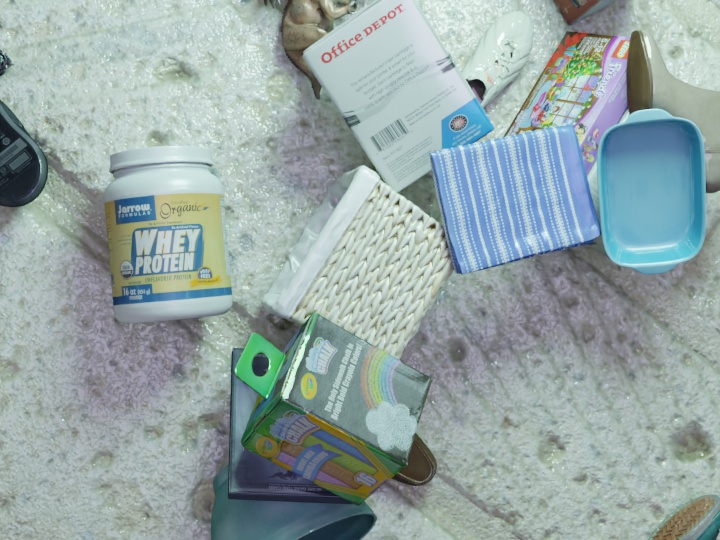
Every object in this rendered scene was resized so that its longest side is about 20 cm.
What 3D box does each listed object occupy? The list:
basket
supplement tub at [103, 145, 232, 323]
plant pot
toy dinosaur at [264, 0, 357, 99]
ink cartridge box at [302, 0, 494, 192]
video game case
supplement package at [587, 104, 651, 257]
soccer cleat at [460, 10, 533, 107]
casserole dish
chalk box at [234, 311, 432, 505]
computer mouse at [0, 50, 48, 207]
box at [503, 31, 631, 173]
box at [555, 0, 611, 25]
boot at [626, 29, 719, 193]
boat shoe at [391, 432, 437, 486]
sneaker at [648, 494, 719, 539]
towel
[{"bbox_3d":[0.000,0.000,1.233,0.160,0.198,0.201,31,85,-9],"label":"basket"},{"bbox_3d":[-0.232,-0.041,1.231,0.144,0.145,0.201,-5,90,-6],"label":"supplement tub"},{"bbox_3d":[-0.099,0.289,1.231,0.200,0.200,0.135,-29,65,-6],"label":"plant pot"},{"bbox_3d":[-0.071,-0.321,1.290,0.135,0.086,0.201,7,100,1],"label":"toy dinosaur"},{"bbox_3d":[0.046,-0.217,1.220,0.146,0.084,0.200,-31,101,11],"label":"ink cartridge box"},{"bbox_3d":[-0.082,0.179,1.198,0.142,0.019,0.201,5,46,-11],"label":"video game case"},{"bbox_3d":[0.347,-0.129,1.308,0.121,0.120,0.201,33,86,-5],"label":"supplement package"},{"bbox_3d":[0.162,-0.252,1.312,0.069,0.078,0.200,38,85,-4],"label":"soccer cleat"},{"bbox_3d":[0.339,-0.094,1.197,0.120,0.039,0.201,-5,112,10],"label":"casserole dish"},{"bbox_3d":[-0.046,0.142,1.113,0.199,0.124,0.125,30,48,-9],"label":"chalk box"},{"bbox_3d":[-0.449,-0.162,1.261,0.138,0.053,0.200,-34,80,-4],"label":"computer mouse"},{"bbox_3d":[0.267,-0.206,1.294,0.039,0.137,0.201,34,85,-36],"label":"box"},{"bbox_3d":[0.282,-0.438,1.291,0.106,0.152,0.201,-29,92,-7],"label":"box"},{"bbox_3d":[0.400,-0.191,1.218,0.145,0.070,0.201,-7,101,-3],"label":"boot"},{"bbox_3d":[0.015,0.206,1.289,0.202,0.075,0.075,37,85,-4],"label":"boat shoe"},{"bbox_3d":[0.417,0.385,1.336,0.080,0.071,0.200,42,90,-8],"label":"sneaker"},{"bbox_3d":[0.182,-0.084,1.178,0.199,0.024,0.146,-14,92,-23],"label":"towel"}]
